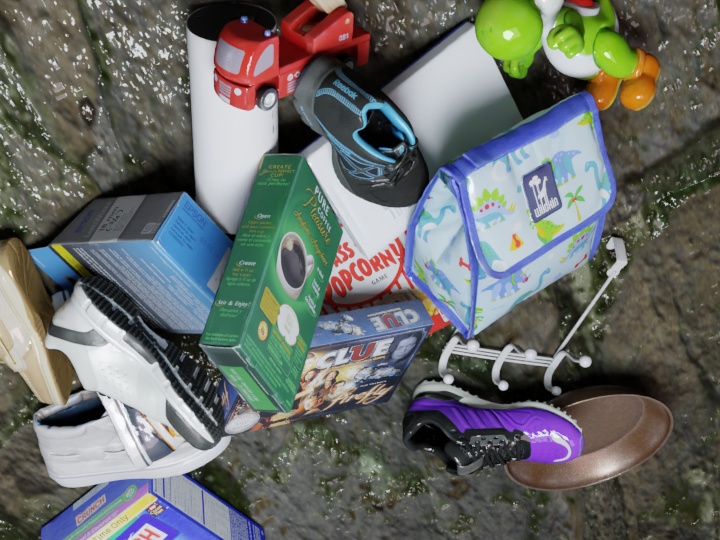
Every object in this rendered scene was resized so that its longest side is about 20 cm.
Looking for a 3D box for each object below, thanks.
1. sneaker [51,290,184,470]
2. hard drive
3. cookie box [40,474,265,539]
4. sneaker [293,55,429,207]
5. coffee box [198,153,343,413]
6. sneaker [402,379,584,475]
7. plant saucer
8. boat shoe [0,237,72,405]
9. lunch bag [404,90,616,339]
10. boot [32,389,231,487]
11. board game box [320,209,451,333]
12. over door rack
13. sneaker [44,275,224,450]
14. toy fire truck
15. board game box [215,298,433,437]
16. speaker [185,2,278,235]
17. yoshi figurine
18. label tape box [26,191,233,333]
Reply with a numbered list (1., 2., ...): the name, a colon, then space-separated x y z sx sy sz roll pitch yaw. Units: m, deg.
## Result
1. sneaker: -0.232 0.096 1.333 0.079 0.078 0.201 -27 110 -7
2. hard drive: 0.052 -0.120 1.252 0.200 0.025 0.132 -39 127 -8
3. cookie box: -0.232 0.317 1.516 0.171 0.075 0.200 -38 125 16
4. sneaker: 0.015 -0.102 1.157 0.073 0.082 0.200 -53 143 -4
5. coffee box: -0.074 0.011 1.183 0.044 0.201 0.123 2 149 23
6. sneaker: 0.136 0.186 1.437 0.199 0.100 0.070 10 126 20
7. plant saucer: 0.258 0.187 1.540 0.199 0.037 0.201 -8 142 -6
8. boat shoe: -0.336 0.053 1.305 0.069 0.074 0.201 -7 127 7
9. lunch bag: 0.140 -0.059 1.245 0.170 0.127 0.200 -30 146 -23
10. boot: -0.239 0.166 1.402 0.199 0.074 0.096 -13 133 -4
11. board game box: 0.000 0.000 1.354 0.151 0.046 0.200 -28 127 6
12. over door rack: 0.183 0.051 1.424 0.147 0.067 0.201 9 123 -20
13. sneaker: -0.210 0.098 1.261 0.080 0.074 0.200 -42 94 17
14. toy fire truck: -0.036 -0.226 1.116 0.200 0.049 0.141 -28 137 -36
15. board game box: -0.039 0.095 1.314 0.199 0.035 0.136 -9 144 -31
16. speaker: -0.113 -0.136 1.206 0.081 0.081 0.201 -5 127 -10
17. yoshi figurine: 0.172 -0.203 1.211 0.200 0.112 0.112 33 120 -28
18. label tape box: -0.203 -0.004 1.277 0.199 0.063 0.144 -1 141 42
